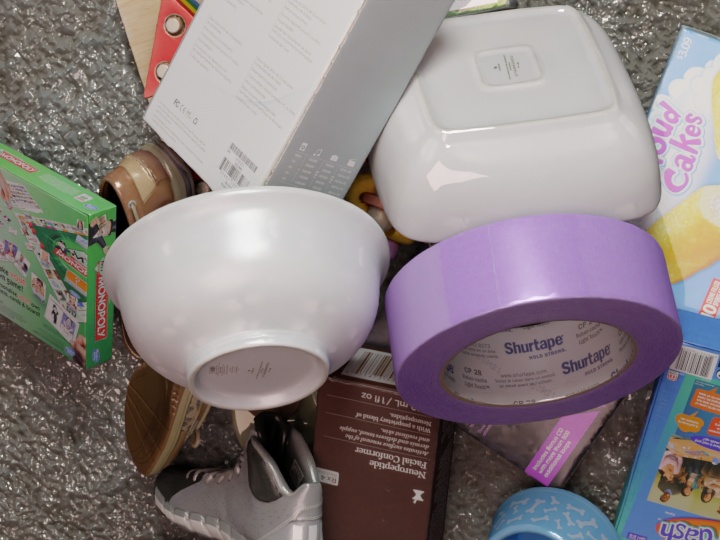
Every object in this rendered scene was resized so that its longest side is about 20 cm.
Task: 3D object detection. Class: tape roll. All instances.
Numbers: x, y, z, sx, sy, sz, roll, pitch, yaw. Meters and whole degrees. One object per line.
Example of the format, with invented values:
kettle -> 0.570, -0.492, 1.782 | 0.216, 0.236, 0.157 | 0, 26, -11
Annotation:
tape roll -> 0.119, 0.039, 1.108 | 0.200, 0.200, 0.066 | -14, 61, 14

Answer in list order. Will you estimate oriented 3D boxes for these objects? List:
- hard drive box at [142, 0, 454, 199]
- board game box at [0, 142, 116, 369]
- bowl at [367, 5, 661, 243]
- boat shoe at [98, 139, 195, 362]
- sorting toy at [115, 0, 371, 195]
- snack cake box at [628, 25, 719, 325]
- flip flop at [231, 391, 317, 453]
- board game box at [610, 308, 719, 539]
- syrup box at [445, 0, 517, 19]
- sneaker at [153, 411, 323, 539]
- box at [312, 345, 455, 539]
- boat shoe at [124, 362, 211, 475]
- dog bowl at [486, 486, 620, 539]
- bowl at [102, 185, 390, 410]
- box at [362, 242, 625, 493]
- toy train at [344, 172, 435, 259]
hard drive box -> -0.046, -0.148, 1.106 | 0.156, 0.077, 0.200 | 44, 111, 41
board game box -> -0.268, -0.024, 1.248 | 0.200, 0.029, 0.135 | 28, 124, 34
bowl -> 0.103, -0.113, 1.113 | 0.199, 0.200, 0.075 | -7, 135, -3
boat shoe -> -0.178, -0.009, 1.243 | 0.076, 0.072, 0.200 | 34, 134, 35
sorting toy -> -0.077, -0.150, 1.227 | 0.200, 0.070, 0.199 | -16, 96, 14
snack cake box -> 0.253, -0.067, 1.174 | 0.115, 0.067, 0.200 | 21, 104, 6
flip flop -> -0.073, 0.077, 1.273 | 0.081, 0.058, 0.200 | -2, 99, 12
board game box -> 0.283, 0.137, 1.183 | 0.152, 0.045, 0.200 | 15, 124, 8
syrup box -> 0.058, -0.285, 1.168 | 0.079, 0.081, 0.200 | -9, 98, 11
sneaker -> -0.089, 0.157, 1.248 | 0.200, 0.075, 0.116 | 20, 110, 45
box -> 0.015, 0.165, 1.243 | 0.100, 0.075, 0.200 | 10, 115, 14
boat shoe -> -0.135, 0.087, 1.264 | 0.073, 0.063, 0.200 | 56, 135, 33
dog bowl -> 0.155, 0.271, 1.244 | 0.111, 0.050, 0.200 | -6, 106, 30
bowl -> -0.073, 0.034, 1.081 | 0.201, 0.201, 0.090 | -18, 58, 14
box -> 0.111, 0.061, 1.243 | 0.200, 0.036, 0.143 | 33, 105, 6
toy train -> 0.000, 0.000, 1.186 | 0.200, 0.056, 0.150 | -5, 90, -5
